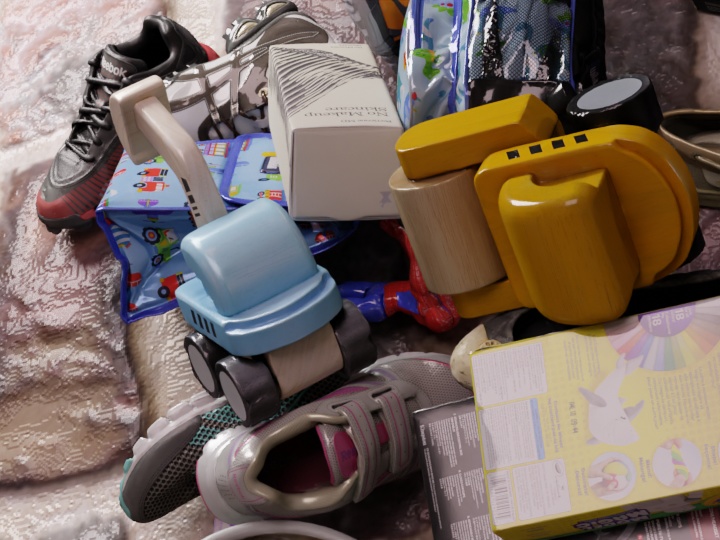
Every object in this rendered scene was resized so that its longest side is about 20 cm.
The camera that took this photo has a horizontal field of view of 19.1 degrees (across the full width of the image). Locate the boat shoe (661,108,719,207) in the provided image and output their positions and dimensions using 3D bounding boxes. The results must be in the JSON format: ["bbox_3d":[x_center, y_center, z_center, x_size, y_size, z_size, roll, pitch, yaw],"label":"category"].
[{"bbox_3d":[0.299,-0.082,1.444,0.200,0.063,0.073,5,58,28],"label":"boat shoe"}]

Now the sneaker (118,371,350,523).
[{"bbox_3d":[-0.071,0.121,1.462,0.199,0.078,0.091,-33,57,-6],"label":"sneaker"}]

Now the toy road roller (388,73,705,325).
[{"bbox_3d":[0.109,-0.029,1.319,0.199,0.123,0.146,-12,22,24],"label":"toy road roller"}]

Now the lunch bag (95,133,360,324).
[{"bbox_3d":[-0.078,-0.044,1.559,0.199,0.095,0.151,-10,20,5],"label":"lunch bag"}]

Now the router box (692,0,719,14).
[{"bbox_3d":[0.313,-0.236,1.494,0.199,0.150,0.062,18,64,34],"label":"router box"}]

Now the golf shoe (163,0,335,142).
[{"bbox_3d":[-0.098,-0.126,1.658,0.094,0.078,0.200,33,75,39],"label":"golf shoe"}]

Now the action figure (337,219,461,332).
[{"bbox_3d":[0.000,0.000,1.502,0.199,0.099,0.065,-3,28,20],"label":"action figure"}]

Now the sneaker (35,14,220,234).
[{"bbox_3d":[-0.195,-0.122,1.688,0.071,0.098,0.201,30,74,36],"label":"sneaker"}]

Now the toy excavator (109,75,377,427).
[{"bbox_3d":[-0.089,-0.023,1.415,0.099,0.201,0.194,-25,22,-17],"label":"toy excavator"}]

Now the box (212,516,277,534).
[{"bbox_3d":[-0.082,0.250,1.395,0.041,0.039,0.201,-7,53,18],"label":"box"}]

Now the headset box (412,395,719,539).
[{"bbox_3d":[0.145,0.141,1.322,0.199,0.077,0.150,-16,67,13],"label":"headset box"}]

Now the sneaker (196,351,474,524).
[{"bbox_3d":[-0.005,0.115,1.396,0.199,0.082,0.088,-25,6,-14],"label":"sneaker"}]

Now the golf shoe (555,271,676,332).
[{"bbox_3d":[0.187,0.013,1.430,0.091,0.075,0.201,12,69,22],"label":"golf shoe"}]

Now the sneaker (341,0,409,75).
[{"bbox_3d":[0.045,-0.211,1.578,0.112,0.200,0.078,-32,82,7],"label":"sneaker"}]

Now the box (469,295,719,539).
[{"bbox_3d":[0.170,0.085,1.264,0.199,0.048,0.118,-13,67,18],"label":"box"}]

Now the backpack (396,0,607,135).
[{"bbox_3d":[0.100,-0.134,1.490,0.146,0.184,0.201,5,52,7],"label":"backpack"}]

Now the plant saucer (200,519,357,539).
[{"bbox_3d":[-0.047,0.255,1.337,0.199,0.050,0.201,6,56,-9],"label":"plant saucer"}]

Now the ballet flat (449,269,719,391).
[{"bbox_3d":[0.152,0.032,1.357,0.199,0.057,0.067,-15,64,6],"label":"ballet flat"}]

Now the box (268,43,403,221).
[{"bbox_3d":[-0.020,-0.101,1.510,0.082,0.069,0.200,-2,22,-8],"label":"box"}]
